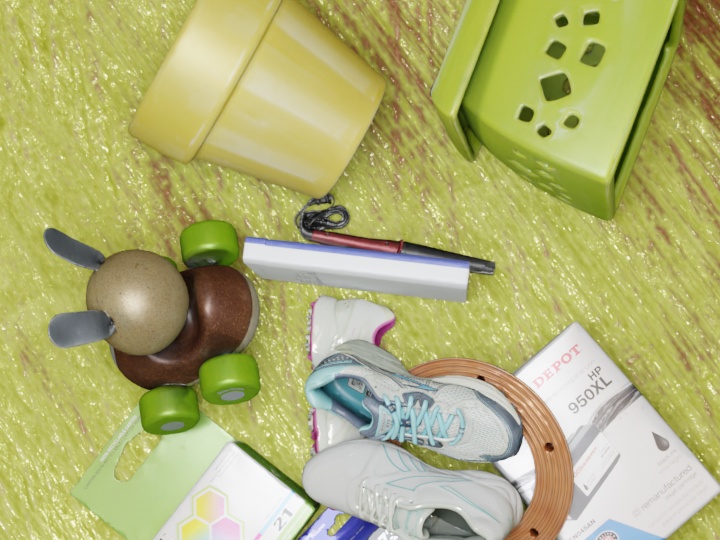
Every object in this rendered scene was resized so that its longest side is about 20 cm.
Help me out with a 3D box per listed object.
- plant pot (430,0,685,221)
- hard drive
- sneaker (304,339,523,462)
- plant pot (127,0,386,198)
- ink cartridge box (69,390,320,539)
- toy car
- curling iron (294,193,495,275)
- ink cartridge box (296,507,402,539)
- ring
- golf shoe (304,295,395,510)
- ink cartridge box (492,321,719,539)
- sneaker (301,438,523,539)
[{"bbox_3d":[0.177,-0.177,1.327,0.181,0.200,0.200,20,85,13],"label":"plant pot"},{"bbox_3d":[0.000,0.000,1.344,0.199,0.132,0.026,7,83,5],"label":"hard drive"},{"bbox_3d":[0.041,0.127,1.260,0.199,0.086,0.078,16,111,23],"label":"sneaker"},{"bbox_3d":[-0.086,-0.168,1.350,0.188,0.201,0.201,28,86,-9],"label":"plant pot"},{"bbox_3d":[-0.160,0.216,1.358,0.200,0.076,0.148,37,87,6],"label":"ink cartridge box"},{"bbox_3d":[-0.203,0.037,1.291,0.157,0.200,0.165,-28,61,32],"label":"toy car"},{"bbox_3d":[0.033,-0.029,1.399,0.199,0.026,0.050,17,88,5],"label":"curling iron"},{"bbox_3d":[0.039,0.291,1.358,0.200,0.037,0.095,44,88,9],"label":"ink cartridge box"},{"bbox_3d":[0.097,0.173,1.303,0.200,0.019,0.201,7,106,25],"label":"ring"},{"bbox_3d":[-0.005,0.122,1.362,0.091,0.075,0.201,-1,84,0],"label":"golf shoe"},{"bbox_3d":[0.206,0.167,1.335,0.144,0.084,0.200,-40,82,-1],"label":"ink cartridge box"},{"bbox_3d":[0.037,0.198,1.273,0.199,0.080,0.071,9,109,18],"label":"sneaker"}]
